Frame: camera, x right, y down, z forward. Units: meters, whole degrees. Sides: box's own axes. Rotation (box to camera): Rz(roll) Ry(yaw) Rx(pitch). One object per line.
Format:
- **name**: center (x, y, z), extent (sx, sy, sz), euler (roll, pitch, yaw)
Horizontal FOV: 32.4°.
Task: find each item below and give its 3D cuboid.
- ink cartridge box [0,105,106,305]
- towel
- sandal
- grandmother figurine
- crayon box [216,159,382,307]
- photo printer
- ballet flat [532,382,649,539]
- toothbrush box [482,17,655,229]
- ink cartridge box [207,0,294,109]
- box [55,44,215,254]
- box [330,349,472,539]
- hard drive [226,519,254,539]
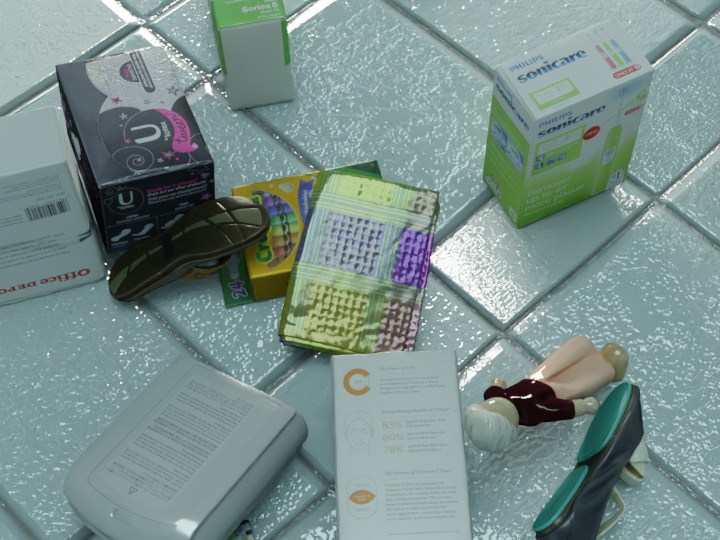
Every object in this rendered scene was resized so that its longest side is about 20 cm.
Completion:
- **ink cartridge box**: center (-0.362, -0.062, 1.304), extent (0.146, 0.200, 0.084), euler (-14, 55, -8)
- **towel**: center (0.000, 0.000, 1.307), extent (0.143, 0.023, 0.200), euler (12, 80, -1)
- **sandal**: center (-0.180, -0.015, 1.337), extent (0.200, 0.055, 0.082), euler (-29, 46, 14)
- **grandmother figurine**: center (0.171, 0.121, 1.210), extent (0.200, 0.061, 0.121), euler (-24, 12, -42)
- **crayon box**: center (-0.064, -0.042, 1.368), extent (0.200, 0.052, 0.126), euler (-12, 58, -5)
- **photo printer**: center (-0.172, 0.188, 1.191), extent (0.166, 0.070, 0.200), euler (21, 50, 26)
- **ballet flat**: center (0.236, 0.200, 1.204), extent (0.073, 0.073, 0.200), euler (27, 56, 17)
- **toothbrush box**: center (0.220, -0.155, 1.342), extent (0.145, 0.200, 0.086), euler (-23, 60, -13)
- **ink cartridge box**: center (-0.140, -0.318, 1.488), extent (0.084, 0.146, 0.200), euler (-11, 59, -5)
- **box**: center (-0.249, -0.140, 1.383), extent (0.132, 0.115, 0.200), euler (-15, 55, -16)
- **box**: center (0.037, 0.187, 1.194), extent (0.124, 0.098, 0.200), euler (-3, 58, 0)
- **hard drive**: center (-0.183, 0.322, 1.151), extent (0.200, 0.038, 0.140), euler (-15, 59, -7)
